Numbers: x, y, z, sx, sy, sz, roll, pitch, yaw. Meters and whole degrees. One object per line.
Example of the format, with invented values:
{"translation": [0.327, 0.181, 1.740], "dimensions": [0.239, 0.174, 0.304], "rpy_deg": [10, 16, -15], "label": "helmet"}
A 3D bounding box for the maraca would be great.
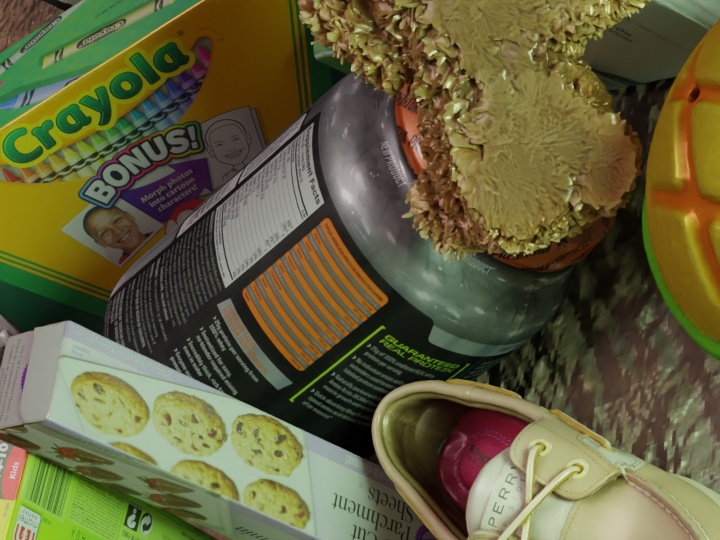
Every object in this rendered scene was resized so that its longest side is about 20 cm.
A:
{"translation": [0.170, -0.052, 0.915], "dimensions": [0.200, 0.107, 0.137], "rpy_deg": [-46, 55, 18], "label": "maraca"}

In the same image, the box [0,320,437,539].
{"translation": [-0.047, 0.073, 1.070], "dimensions": [0.039, 0.199, 0.042], "rpy_deg": [-13, 57, 46], "label": "box"}

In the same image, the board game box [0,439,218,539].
{"translation": [-0.102, 0.138, 1.112], "dimensions": [0.047, 0.200, 0.102], "rpy_deg": [3, 70, 30], "label": "board game box"}

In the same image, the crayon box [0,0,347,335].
{"translation": [-0.089, -0.059, 1.241], "dimensions": [0.199, 0.119, 0.058], "rpy_deg": [-31, 36, 14], "label": "crayon box"}

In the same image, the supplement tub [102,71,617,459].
{"translation": [0.000, 0.000, 1.125], "dimensions": [0.200, 0.122, 0.123], "rpy_deg": [-38, 41, 37], "label": "supplement tub"}

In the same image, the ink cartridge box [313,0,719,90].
{"translation": [0.083, -0.148, 1.133], "dimensions": [0.200, 0.084, 0.147], "rpy_deg": [-7, 64, 55], "label": "ink cartridge box"}

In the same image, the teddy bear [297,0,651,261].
{"translation": [0.043, -0.106, 1.002], "dimensions": [0.145, 0.067, 0.201], "rpy_deg": [-35, 81, 14], "label": "teddy bear"}

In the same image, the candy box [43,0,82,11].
{"translation": [-0.066, -0.180, 1.273], "dimensions": [0.168, 0.199, 0.072], "rpy_deg": [-49, 35, 27], "label": "candy box"}

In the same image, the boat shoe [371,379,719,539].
{"translation": [0.064, 0.088, 1.017], "dimensions": [0.200, 0.069, 0.074], "rpy_deg": [24, 90, 59], "label": "boat shoe"}

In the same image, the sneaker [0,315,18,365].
{"translation": [-0.166, 0.026, 1.380], "dimensions": [0.199, 0.075, 0.100], "rpy_deg": [-30, 56, 4], "label": "sneaker"}
